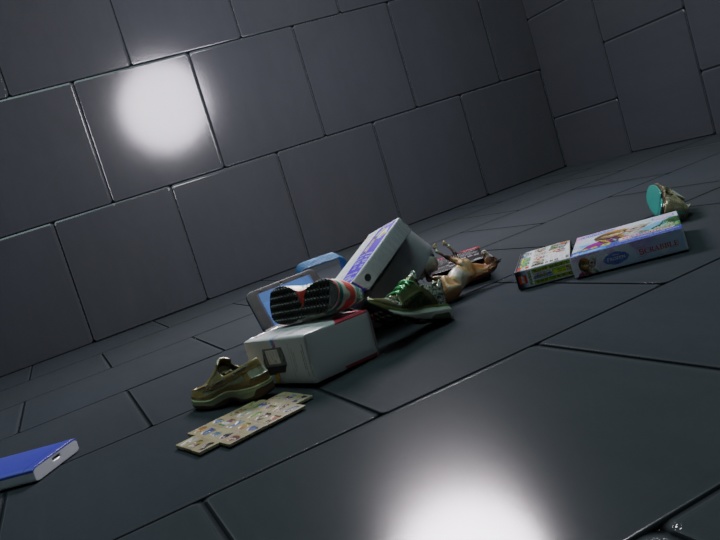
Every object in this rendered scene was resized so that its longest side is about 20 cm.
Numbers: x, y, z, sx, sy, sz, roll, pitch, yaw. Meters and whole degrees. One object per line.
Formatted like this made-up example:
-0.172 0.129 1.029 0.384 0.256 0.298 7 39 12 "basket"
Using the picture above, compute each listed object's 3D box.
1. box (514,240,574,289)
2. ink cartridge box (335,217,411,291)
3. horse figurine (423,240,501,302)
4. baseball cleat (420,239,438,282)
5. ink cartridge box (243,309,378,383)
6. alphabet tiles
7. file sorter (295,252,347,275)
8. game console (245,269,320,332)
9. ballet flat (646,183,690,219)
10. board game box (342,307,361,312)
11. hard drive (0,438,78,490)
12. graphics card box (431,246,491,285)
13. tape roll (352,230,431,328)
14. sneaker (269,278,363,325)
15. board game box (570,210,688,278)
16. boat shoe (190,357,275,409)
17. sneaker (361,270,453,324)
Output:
0.363 -0.013 1.576 0.108 0.035 0.200 -17 7 18 "box"
0.000 0.000 1.569 0.201 0.043 0.198 -51 9 -16 "ink cartridge box"
0.179 0.009 1.634 0.199 0.132 0.050 -40 -25 -34 "horse figurine"
0.082 0.000 1.752 0.198 0.108 0.069 -34 -7 30 "baseball cleat"
-0.086 0.133 1.392 0.146 0.087 0.198 -20 5 -37 "ink cartridge box"
-0.174 0.227 1.212 0.197 0.006 0.165 -23 8 -33 "alphabet tiles"
-0.092 0.031 2.098 0.136 0.125 0.200 -18 6 -6 "file sorter"
-0.140 0.077 1.872 0.197 0.121 0.170 -22 7 -28 "game console"
0.664 -0.140 1.724 0.073 0.069 0.200 6 17 9 "ballet flat"
-0.078 0.087 1.582 0.132 0.029 0.200 13 -11 -10 "board game box"
-0.596 0.341 1.363 0.196 0.026 0.132 -17 7 13 "hard drive"
0.223 -0.002 1.810 0.123 0.052 0.200 -18 6 6 "graphics card box"
0.058 0.013 1.608 0.202 0.066 0.201 -54 9 13 "tape roll"
-0.078 0.056 1.419 0.092 0.072 0.198 4 -13 -42 "sneaker"
0.493 -0.050 1.485 0.196 0.042 0.199 -16 7 21 "board game box"
-0.227 0.185 1.377 0.197 0.078 0.071 -18 7 37 "boat shoe"
0.078 0.046 1.420 0.197 0.091 0.076 5 -16 -40 "sneaker"
